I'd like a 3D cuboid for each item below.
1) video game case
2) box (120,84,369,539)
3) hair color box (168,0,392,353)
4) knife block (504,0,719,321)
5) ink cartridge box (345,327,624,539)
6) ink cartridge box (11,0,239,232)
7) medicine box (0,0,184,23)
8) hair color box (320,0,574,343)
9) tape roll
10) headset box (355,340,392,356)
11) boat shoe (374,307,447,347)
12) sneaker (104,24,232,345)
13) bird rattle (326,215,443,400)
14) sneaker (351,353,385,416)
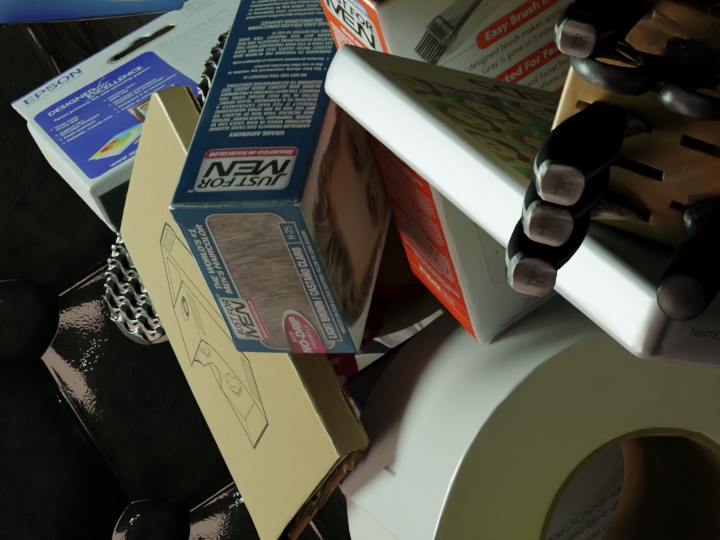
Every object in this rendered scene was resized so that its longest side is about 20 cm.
[{"bbox_3d":[0.107,-0.017,0.581,0.200,0.182,0.024,45,120,51],"label":"video game case"},{"bbox_3d":[-0.066,0.029,0.870,0.200,0.021,0.164,62,156,16],"label":"box"},{"bbox_3d":[-0.019,-0.071,0.769,0.100,0.060,0.200,69,-152,-47],"label":"hair color box"},{"bbox_3d":[0.091,-0.038,0.507,0.064,0.176,0.200,21,159,13],"label":"knife block"},{"bbox_3d":[0.102,0.113,0.957,0.084,0.146,0.200,37,157,58],"label":"ink cartridge box"},{"bbox_3d":[-0.112,-0.116,1.127,0.047,0.197,0.200,64,168,-28],"label":"ink cartridge box"},{"bbox_3d":[-0.148,-0.259,0.870,0.200,0.103,0.183,101,157,-48],"label":"medicine box"},{"bbox_3d":[0.059,-0.075,0.723,0.064,0.111,0.200,47,164,40],"label":"hair color box"},{"bbox_3d":[0.106,0.112,0.801,0.203,0.202,0.139,60,169,-14],"label":"tape roll"},{"bbox_3d":[-0.014,-0.006,1.131,0.075,0.148,0.200,45,164,53],"label":"headset box"},{"bbox_3d":[0.020,0.010,1.068,0.201,0.071,0.070,45,-137,-56],"label":"boat shoe"},{"bbox_3d":[-0.073,-0.045,1.003,0.070,0.200,0.093,29,-171,25],"label":"sneaker"},{"bbox_3d":[0.000,0.000,0.919,0.113,0.163,0.200,-120,16,-47],"label":"bird rattle"},{"bbox_3d":[0.029,0.112,1.137,0.200,0.104,0.076,17,-120,-42],"label":"sneaker"}]
